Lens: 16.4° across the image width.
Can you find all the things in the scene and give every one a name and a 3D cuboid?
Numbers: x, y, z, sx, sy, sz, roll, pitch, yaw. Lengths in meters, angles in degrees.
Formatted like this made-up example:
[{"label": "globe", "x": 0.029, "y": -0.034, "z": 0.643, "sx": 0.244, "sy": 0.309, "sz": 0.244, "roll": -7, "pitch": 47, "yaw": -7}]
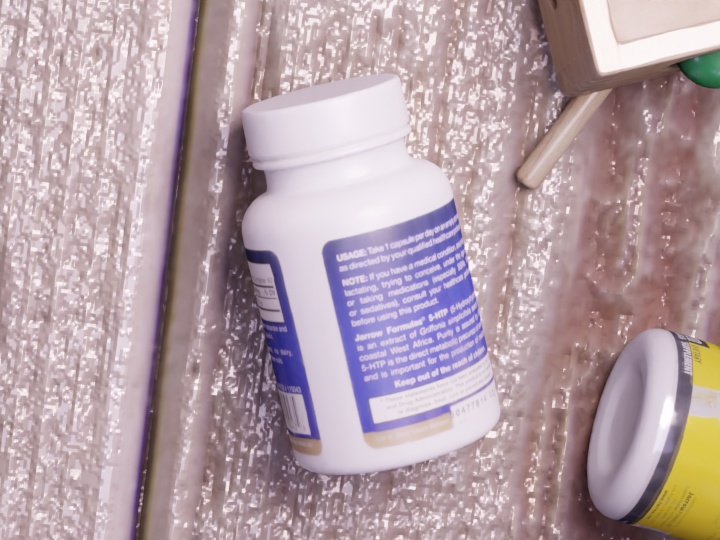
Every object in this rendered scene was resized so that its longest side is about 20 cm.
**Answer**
[{"label": "pill bottle", "x": 0.238, "y": 0.111, "z": 1.422, "sx": 0.199, "sy": 0.112, "sz": 0.113, "roll": 16, "pitch": 95, "yaw": -11}, {"label": "pill bottle", "x": 0.000, "y": 0.000, "z": 1.368, "sx": 0.119, "sy": 0.120, "sz": 0.201, "roll": -14, "pitch": 100, "yaw": -6}, {"label": "pounding toy", "x": 0.164, "y": -0.167, "z": 1.376, "sx": 0.183, "sy": 0.142, "sz": 0.201, "roll": -13, "pitch": 89, "yaw": -7}]
